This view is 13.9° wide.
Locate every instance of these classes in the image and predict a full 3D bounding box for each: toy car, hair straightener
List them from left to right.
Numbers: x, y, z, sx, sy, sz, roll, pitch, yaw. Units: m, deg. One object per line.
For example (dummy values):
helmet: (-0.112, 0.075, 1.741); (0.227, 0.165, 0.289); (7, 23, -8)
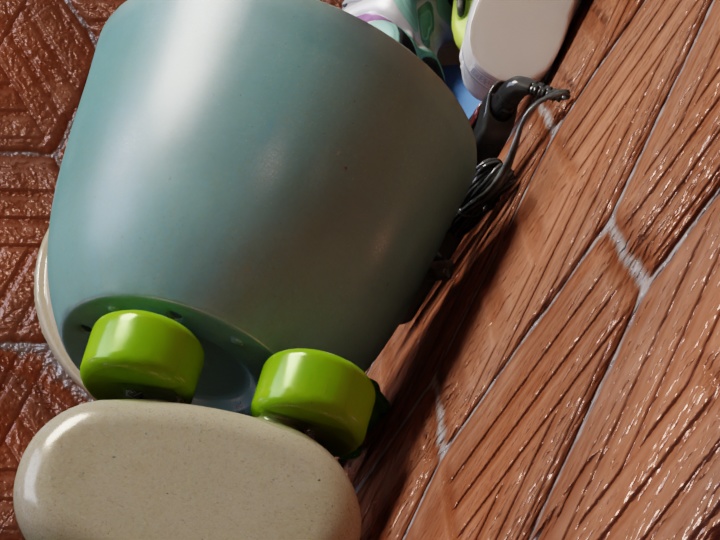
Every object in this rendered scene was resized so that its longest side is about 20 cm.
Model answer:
toy car: (-0.079, 0.144, 1.379); (0.200, 0.157, 0.165); (93, -169, -60)
hair straightener: (0.054, -0.028, 1.534); (0.200, 0.041, 0.077); (-48, 34, 44)

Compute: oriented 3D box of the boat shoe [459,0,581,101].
boat shoe: (0.108, -0.182, 1.638); (0.069, 0.072, 0.200); (137, 153, -73)

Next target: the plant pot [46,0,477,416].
plant pot: (-0.062, -0.015, 1.435); (0.201, 0.200, 0.161); (-52, 15, 59)

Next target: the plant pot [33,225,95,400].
plant pot: (-0.106, -0.012, 2.078); (0.183, 0.200, 0.201); (-43, 18, 56)

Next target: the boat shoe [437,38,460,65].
boat shoe: (0.012, -0.130, 1.872); (0.200, 0.072, 0.060); (-22, 50, 39)

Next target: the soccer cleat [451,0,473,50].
soccer cleat: (0.109, -0.197, 1.780); (0.084, 0.065, 0.200); (80, -151, -58)

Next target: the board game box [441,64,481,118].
board game box: (0.018, -0.061, 1.741); (0.158, 0.039, 0.200); (-42, 24, -25)

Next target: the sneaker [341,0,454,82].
sneaker: (-0.012, -0.134, 1.769); (0.140, 0.078, 0.200); (-21, 27, 26)

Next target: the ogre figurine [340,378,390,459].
ogre figurine: (-0.074, 0.118, 1.547); (0.200, 0.098, 0.120); (-55, -1, 2)
